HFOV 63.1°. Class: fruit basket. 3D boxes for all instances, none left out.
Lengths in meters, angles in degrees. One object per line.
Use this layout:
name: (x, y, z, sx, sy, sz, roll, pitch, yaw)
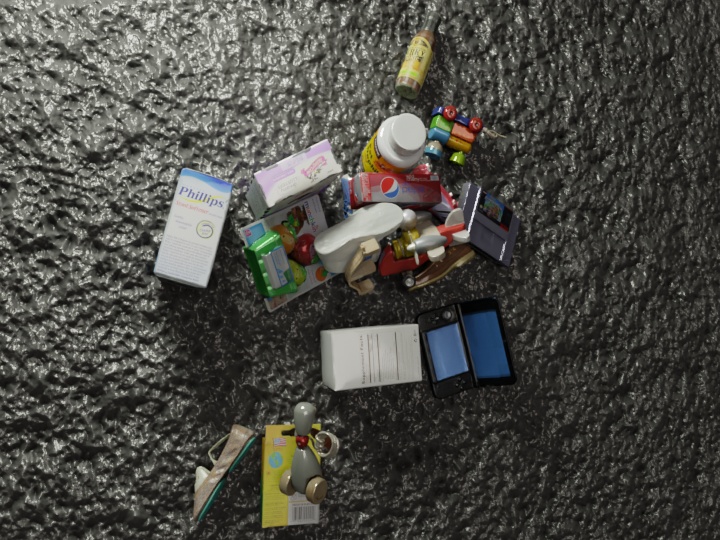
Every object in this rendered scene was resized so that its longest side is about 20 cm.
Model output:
fruit basket: (-0.139, -0.037, 1.239, 0.196, 0.093, 0.190, -25, 111, -24)

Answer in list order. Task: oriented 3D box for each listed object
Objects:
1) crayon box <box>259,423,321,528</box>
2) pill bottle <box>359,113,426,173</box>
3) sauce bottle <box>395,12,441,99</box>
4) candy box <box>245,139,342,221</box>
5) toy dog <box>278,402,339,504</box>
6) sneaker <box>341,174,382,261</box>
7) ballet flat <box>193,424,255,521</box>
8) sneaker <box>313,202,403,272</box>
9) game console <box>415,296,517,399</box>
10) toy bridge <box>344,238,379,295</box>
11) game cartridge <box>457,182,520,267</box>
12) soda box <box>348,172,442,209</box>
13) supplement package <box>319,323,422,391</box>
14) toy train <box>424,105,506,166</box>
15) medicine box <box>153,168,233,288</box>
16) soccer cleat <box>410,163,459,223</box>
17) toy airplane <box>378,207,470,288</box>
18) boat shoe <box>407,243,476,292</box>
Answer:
crayon box: (-0.147, 0.426, 1.238, 0.123, 0.051, 0.207, 3, 86, -17)
pill bottle: (0.072, -0.259, 1.268, 0.106, 0.200, 0.113, 3, 78, -15)
sauce bottle: (0.140, -0.509, 1.382, 0.063, 0.065, 0.205, 22, 79, -14)
candy box: (-0.142, -0.178, 1.203, 0.165, 0.199, 0.073, -28, 94, -17)
toy dog: (-0.096, 0.365, 1.179, 0.130, 0.095, 0.205, 30, 110, 25)
sneaker: (-0.011, -0.112, 1.301, 0.075, 0.076, 0.206, -17, 92, -17)
ballet flat: (-0.293, 0.405, 1.196, 0.066, 0.068, 0.202, 32, 72, 8)
sneaker: (0.001, -0.065, 1.237, 0.195, 0.116, 0.075, -23, 63, -4)
game console: (0.238, 0.179, 1.336, 0.166, 0.118, 0.206, -14, 90, -17)
toy bridge: (0.000, 0.000, 1.239, 0.066, 0.201, 0.028, -22, 66, -13)
game cartridge: (0.300, -0.107, 1.382, 0.197, 0.038, 0.133, 27, 78, -34)
soda box: (0.075, -0.169, 1.261, 0.194, 0.070, 0.066, -2, 83, -24)
supplement package: (0.020, 0.184, 1.267, 0.194, 0.121, 0.124, -3, 87, -16)
toy train: (0.250, -0.300, 1.396, 0.195, 0.085, 0.119, 20, 91, -14)
medicine box: (-0.325, -0.071, 1.150, 0.100, 0.182, 0.206, 15, 82, -15)
soccer cleat: (0.182, -0.158, 1.379, 0.076, 0.067, 0.201, -34, 108, 21)
toy airplane: (0.136, -0.077, 1.258, 0.142, 0.197, 0.200, 52, 56, -20)
boat shoe: (0.178, -0.016, 1.359, 0.197, 0.072, 0.069, -30, 90, -23)
